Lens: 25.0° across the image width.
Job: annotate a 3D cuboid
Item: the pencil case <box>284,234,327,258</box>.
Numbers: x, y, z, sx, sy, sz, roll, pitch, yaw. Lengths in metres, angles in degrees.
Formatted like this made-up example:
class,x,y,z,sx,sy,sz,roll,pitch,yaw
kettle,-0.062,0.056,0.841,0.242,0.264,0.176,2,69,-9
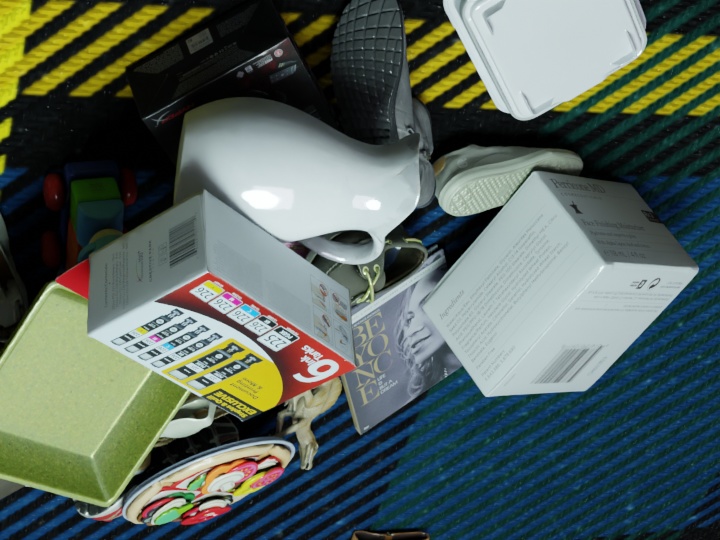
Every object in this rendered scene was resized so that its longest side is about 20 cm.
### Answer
class,x,y,z,sx,sy,sz,roll,pitch,yaw
pencil case,-0.075,0.013,1.624,0.086,0.083,0.202,-30,144,-32

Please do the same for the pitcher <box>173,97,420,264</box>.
class,x,y,z,sx,sy,sz,roll,pitch,yaw
pitcher,-0.061,-0.065,1.395,0.197,0.122,0.172,8,145,-10

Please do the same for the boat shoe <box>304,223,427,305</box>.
class,x,y,z,sx,sy,sz,roll,pitch,yaw
boat shoe,0.001,-0.003,1.581,0.201,0.060,0.073,-29,141,-58

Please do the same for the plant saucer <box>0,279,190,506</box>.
class,x,y,z,sx,sy,sz,roll,pitch,yaw
plant saucer,-0.258,0.104,1.466,0.199,0.048,0.201,24,107,-42

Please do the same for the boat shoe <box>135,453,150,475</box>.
class,x,y,z,sx,sy,sz,roll,pitch,yaw
boat shoe,-0.322,0.198,1.710,0.197,0.071,0.070,8,131,-20

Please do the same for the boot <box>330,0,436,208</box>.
class,x,y,z,sx,sy,sz,roll,pitch,yaw
boot,0.027,-0.156,1.502,0.069,0.131,0.203,5,99,21

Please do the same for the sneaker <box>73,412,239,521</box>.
class,x,y,z,sx,sy,sz,roll,pitch,yaw
sneaker,-0.221,0.215,1.784,0.198,0.078,0.085,-25,155,5

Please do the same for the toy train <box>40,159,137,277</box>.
class,x,y,z,sx,sy,sz,roll,pitch,yaw
toy train,-0.248,0.007,1.510,0.084,0.116,0.202,-5,135,-20

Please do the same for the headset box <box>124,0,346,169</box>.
class,x,y,z,sx,sy,sz,roll,pitch,yaw
headset box,-0.099,-0.130,1.470,0.147,0.075,0.201,-27,138,3

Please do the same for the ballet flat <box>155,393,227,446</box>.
class,x,y,z,sx,sy,sz,roll,pitch,yaw
ballet flat,-0.152,0.136,1.723,0.198,0.066,0.071,-26,128,-1

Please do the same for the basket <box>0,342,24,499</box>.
class,x,y,z,sx,sy,sz,roll,pitch,yaw
basket,-0.318,0.129,1.579,0.198,0.181,0.137,-20,133,-18

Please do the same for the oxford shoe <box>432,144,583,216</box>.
class,x,y,z,sx,sy,sz,roll,pitch,yaw
oxford shoe,0.147,-0.100,1.636,0.198,0.058,0.076,-10,137,-38

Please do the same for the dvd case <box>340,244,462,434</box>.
class,x,y,z,sx,sy,sz,roll,pitch,yaw
dvd case,0.041,0.078,1.763,0.148,0.016,0.201,-32,140,-16

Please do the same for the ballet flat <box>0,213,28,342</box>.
class,x,y,z,sx,sy,sz,roll,pitch,yaw
ballet flat,-0.348,-0.009,1.486,0.067,0.064,0.201,-20,138,-4

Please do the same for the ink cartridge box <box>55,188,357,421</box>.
class,x,y,z,sx,sy,sz,roll,pitch,yaw
ink cartridge box,-0.130,0.043,1.364,0.174,0.085,0.199,-27,141,27

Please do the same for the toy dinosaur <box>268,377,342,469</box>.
class,x,y,z,sx,sy,sz,roll,pitch,yaw
toy dinosaur,-0.054,0.134,1.792,0.100,0.058,0.201,-6,132,-43

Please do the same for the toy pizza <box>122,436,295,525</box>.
class,x,y,z,sx,sy,sz,roll,pitch,yaw
toy pizza,-0.160,0.236,1.751,0.198,0.032,0.201,-21,160,-8

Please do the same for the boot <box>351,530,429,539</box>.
class,x,y,z,sx,sy,sz,roll,pitch,yaw
boot,0.044,0.411,2.120,0.186,0.069,0.202,9,122,-22

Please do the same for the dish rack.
class,x,y,z,sx,sy,sz,roll,pitch,yaw
dish rack,0.183,-0.231,1.524,0.170,0.044,0.200,-30,139,5

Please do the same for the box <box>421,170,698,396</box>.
class,x,y,z,sx,sy,sz,roll,pitch,yaw
box,0.208,0.017,1.685,0.198,0.131,0.200,2,135,-51
